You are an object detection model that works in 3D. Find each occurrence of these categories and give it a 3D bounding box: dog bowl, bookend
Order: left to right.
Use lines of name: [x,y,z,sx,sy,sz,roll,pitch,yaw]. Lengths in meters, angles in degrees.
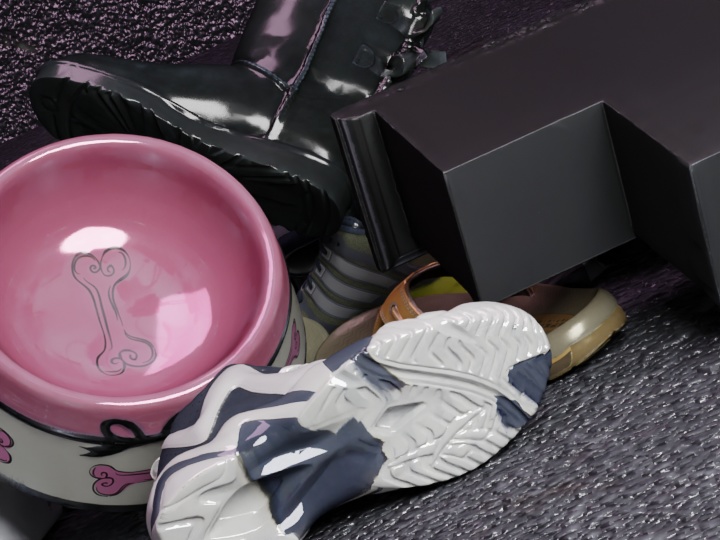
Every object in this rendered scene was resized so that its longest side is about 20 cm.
dog bowl: [-0.123,0.017,1.283,0.200,0.200,0.074,-30,-26,-23]
bookend: [0.121,-0.040,1.163,0.198,0.092,0.200,-25,31,-12]

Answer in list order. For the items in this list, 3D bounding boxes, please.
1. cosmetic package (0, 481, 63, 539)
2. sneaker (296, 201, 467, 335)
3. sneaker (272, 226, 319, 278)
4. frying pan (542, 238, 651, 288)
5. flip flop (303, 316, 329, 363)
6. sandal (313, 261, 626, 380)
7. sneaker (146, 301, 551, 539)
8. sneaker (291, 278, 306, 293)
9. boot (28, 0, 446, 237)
cosmetic package: [-0.288,0.142,1.309,0.199,0.123,0.199,-20,12,16]
sneaker: [0.000,0.000,1.411,0.200,0.081,0.074,-25,13,36]
sneaker: [-0.050,-0.041,1.519,0.070,0.109,0.200,-28,-3,-7]
frying pan: [0.138,-0.018,1.360,0.115,0.031,0.190,-21,26,29]
flip flop: [-0.110,0.037,1.346,0.058,0.199,0.081,115,162,-51]
sandal: [0.049,0.023,1.281,0.200,0.054,0.080,-8,30,51]
sneaker: [-0.015,0.065,1.182,0.199,0.080,0.130,-36,21,-3]
sneaker: [-0.005,-0.031,1.607,0.087,0.074,0.200,-14,19,19]
boot: [-0.061,-0.114,1.391,0.073,0.198,0.163,99,-167,-56]
